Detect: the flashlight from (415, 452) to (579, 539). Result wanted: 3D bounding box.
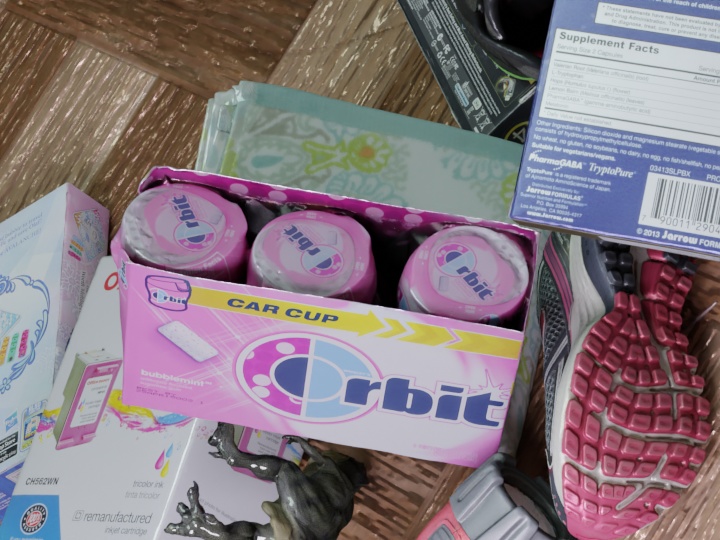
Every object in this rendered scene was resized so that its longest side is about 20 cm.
[{"bbox_3d":[0.021,0.178,1.428,0.200,0.068,0.068,-48,1,17],"label":"flashlight"}]

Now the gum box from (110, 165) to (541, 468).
[{"bbox_3d":[-0.022,0.022,1.406,0.114,0.199,0.066,99,-179,-52],"label":"gum box"}]

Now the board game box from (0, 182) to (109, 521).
[{"bbox_3d":[-0.241,0.072,1.807,0.199,0.043,0.200,-29,45,31],"label":"board game box"}]

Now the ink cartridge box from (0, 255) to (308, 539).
[{"bbox_3d":[-0.105,0.091,1.611,0.144,0.085,0.201,-4,58,46],"label":"ink cartridge box"}]

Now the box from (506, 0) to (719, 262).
[{"bbox_3d":[0.147,-0.110,1.356,0.120,0.032,0.201,11,87,18],"label":"box"}]

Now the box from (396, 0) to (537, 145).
[{"bbox_3d":[0.101,-0.166,1.612,0.161,0.049,0.200,-44,38,17],"label":"box"}]

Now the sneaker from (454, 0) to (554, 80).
[{"bbox_3d":[0.095,-0.134,1.477,0.077,0.084,0.200,-54,26,0],"label":"sneaker"}]

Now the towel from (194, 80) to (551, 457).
[{"bbox_3d":[0.000,0.000,1.510,0.048,0.199,0.172,97,-173,-68],"label":"towel"}]

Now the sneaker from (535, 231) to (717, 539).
[{"bbox_3d":[0.121,0.046,1.414,0.075,0.080,0.201,-43,29,46],"label":"sneaker"}]

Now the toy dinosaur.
[{"bbox_3d":[-0.045,0.121,1.467,0.048,0.088,0.200,-58,5,27],"label":"toy dinosaur"}]
